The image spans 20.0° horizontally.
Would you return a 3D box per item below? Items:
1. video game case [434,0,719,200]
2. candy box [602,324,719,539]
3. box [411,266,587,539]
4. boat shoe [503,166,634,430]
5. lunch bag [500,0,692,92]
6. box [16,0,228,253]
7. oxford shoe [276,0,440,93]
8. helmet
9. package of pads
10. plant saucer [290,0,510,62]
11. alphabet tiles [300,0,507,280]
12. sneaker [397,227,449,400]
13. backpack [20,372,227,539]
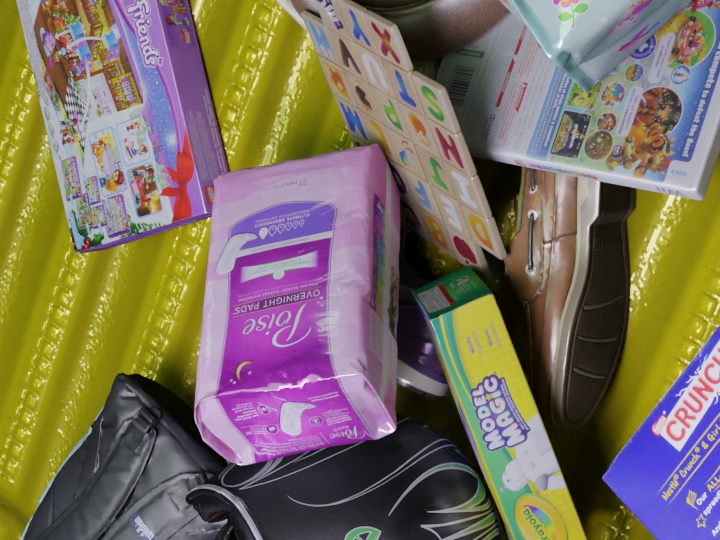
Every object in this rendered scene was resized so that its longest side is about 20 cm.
[{"bbox_3d":[0.141,-0.128,1.259,0.199,0.018,0.144,13,78,34],"label":"video game case"},{"bbox_3d":[0.264,0.125,1.173,0.200,0.077,0.170,48,112,32],"label":"candy box"},{"bbox_3d":[0.092,0.105,1.285,0.048,0.117,0.201,-23,99,-1],"label":"box"},{"bbox_3d":[0.128,-0.002,1.294,0.068,0.072,0.202,9,90,33],"label":"boat shoe"},{"bbox_3d":[0.127,-0.239,1.206,0.170,0.122,0.201,-38,74,11],"label":"lunch bag"},{"bbox_3d":[-0.174,-0.125,1.506,0.136,0.039,0.202,-14,88,37],"label":"box"},{"bbox_3d":[-0.008,-0.176,1.370,0.075,0.058,0.201,-35,68,2],"label":"oxford shoe"},{"bbox_3d":[-0.001,0.183,1.326,0.200,0.189,0.202,38,135,51],"label":"helmet"},{"bbox_3d":[-0.038,0.017,1.297,0.120,0.076,0.201,-13,49,18],"label":"package of pads"},{"bbox_3d":[0.028,-0.234,1.312,0.198,0.032,0.202,-4,80,23],"label":"plant saucer"},{"bbox_3d":[0.026,-0.087,1.299,0.166,0.006,0.201,35,155,50],"label":"alphabet tiles"},{"bbox_3d":[0.000,0.000,1.394,0.199,0.076,0.088,33,100,23],"label":"sneaker"},{"bbox_3d":[-0.165,0.199,1.497,0.163,0.154,0.200,42,97,17],"label":"backpack"}]
